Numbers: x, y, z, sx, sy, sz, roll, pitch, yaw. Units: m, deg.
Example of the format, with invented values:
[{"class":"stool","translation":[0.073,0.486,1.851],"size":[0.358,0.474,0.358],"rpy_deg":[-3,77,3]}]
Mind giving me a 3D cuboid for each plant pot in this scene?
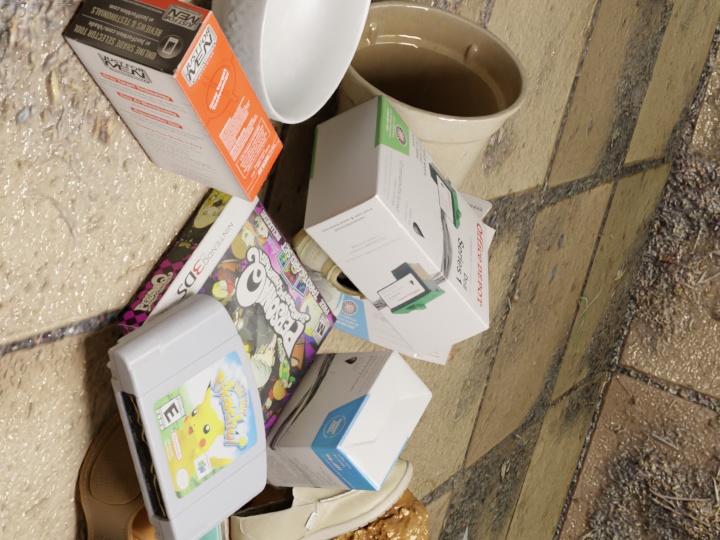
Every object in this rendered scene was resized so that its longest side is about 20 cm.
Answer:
[{"class":"plant pot","translation":[0.047,-0.141,1.508],"size":[0.200,0.200,0.184],"rpy_deg":[-45,160,-48]}]

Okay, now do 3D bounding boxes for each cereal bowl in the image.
[{"class":"cereal bowl","translation":[-0.067,-0.231,1.249],"size":[0.200,0.083,0.201],"rpy_deg":[-52,154,-38]}]

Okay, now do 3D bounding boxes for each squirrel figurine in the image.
[{"class":"squirrel figurine","translation":[-0.038,0.261,1.537],"size":[0.186,0.201,0.142],"rpy_deg":[-28,166,-21]}]

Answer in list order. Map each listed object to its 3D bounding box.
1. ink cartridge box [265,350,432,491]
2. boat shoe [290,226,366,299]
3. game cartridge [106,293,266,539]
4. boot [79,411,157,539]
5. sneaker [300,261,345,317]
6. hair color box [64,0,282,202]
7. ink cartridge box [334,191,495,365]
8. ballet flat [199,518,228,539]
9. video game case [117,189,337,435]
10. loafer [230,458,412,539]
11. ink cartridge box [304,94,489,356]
[{"class":"ink cartridge box","translation":[-0.041,0.143,1.415],"size":[0.068,0.199,0.116],"rpy_deg":[48,57,-26]},{"class":"boat shoe","translation":[0.002,-0.002,1.461],"size":[0.073,0.063,0.201],"rpy_deg":[-42,155,8]},{"class":"game cartridge","translation":[-0.143,0.130,1.282],"size":[0.133,0.040,0.201],"rpy_deg":[-36,123,-45]},{"class":"boot","translation":[-0.198,0.215,1.362],"size":[0.155,0.076,0.201],"rpy_deg":[24,77,-77]},{"class":"sneaker","translation":[-0.041,-0.008,1.557],"size":[0.200,0.076,0.081],"rpy_deg":[-52,142,-49]},{"class":"hair color box","translation":[-0.138,-0.135,1.137],"size":[0.061,0.101,0.200],"rpy_deg":[-62,159,-16]},{"class":"ink cartridge box","translation":[0.060,-0.008,1.718],"size":[0.201,0.128,0.125],"rpy_deg":[-70,159,0]},{"class":"ballet flat","translation":[-0.158,0.192,1.446],"size":[0.067,0.068,0.201],"rpy_deg":[-135,-130,-81]},{"class":"video game case","translation":[-0.116,0.047,1.358],"size":[0.182,0.036,0.200],"rpy_deg":[-57,135,-29]},{"class":"loafer","translation":[-0.041,0.228,1.451],"size":[0.199,0.069,0.076],"rpy_deg":[-29,-173,-10]},{"class":"ink cartridge box","translation":[0.039,-0.039,1.386],"size":[0.200,0.084,0.147],"rpy_deg":[47,31,-35]}]
